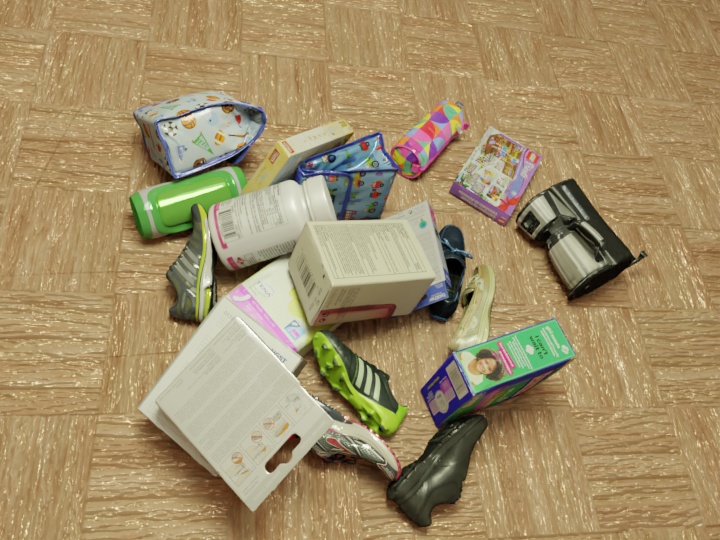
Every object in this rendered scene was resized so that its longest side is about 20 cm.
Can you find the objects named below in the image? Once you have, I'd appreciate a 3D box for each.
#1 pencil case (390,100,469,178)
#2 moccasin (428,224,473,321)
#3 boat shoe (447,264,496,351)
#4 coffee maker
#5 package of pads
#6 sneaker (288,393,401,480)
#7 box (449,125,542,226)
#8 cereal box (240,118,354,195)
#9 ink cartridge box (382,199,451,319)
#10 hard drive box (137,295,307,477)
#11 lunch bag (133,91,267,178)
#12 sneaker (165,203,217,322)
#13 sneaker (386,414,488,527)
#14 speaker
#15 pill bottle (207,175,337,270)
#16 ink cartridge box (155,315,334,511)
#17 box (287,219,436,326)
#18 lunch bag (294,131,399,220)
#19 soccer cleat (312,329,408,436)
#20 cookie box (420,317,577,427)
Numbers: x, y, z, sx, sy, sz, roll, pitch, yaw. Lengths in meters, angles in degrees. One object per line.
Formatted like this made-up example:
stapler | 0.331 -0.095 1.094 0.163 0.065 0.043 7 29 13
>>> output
pencil case | 0.146 -0.277 1.309 0.088 0.089 0.200 38 60 11
moccasin | 0.172 -0.005 1.158 0.078 0.069 0.204 11 58 -7
boat shoe | 0.199 0.065 1.118 0.062 0.074 0.204 16 54 0
coffee maker | 0.430 -0.066 1.240 0.190 0.135 0.202 -7 60 -45
package of pads | -0.122 0.061 1.047 0.199 0.069 0.155 -36 74 -30
sneaker | -0.028 0.263 0.948 0.197 0.081 0.076 27 71 12
box | 0.289 -0.204 1.325 0.135 0.039 0.201 32 57 7
cereal box | -0.110 -0.195 1.123 0.040 0.144 0.199 50 40 5
ink cartridge box | 0.092 -0.016 1.127 0.117 0.042 0.204 -22 56 20
hard drive box | -0.197 0.168 0.917 0.155 0.077 0.201 36 80 9
lunch bag | -0.284 -0.257 1.133 0.197 0.126 0.169 -28 33 -24
sneaker | -0.279 -0.013 1.030 0.079 0.074 0.205 -1 76 -6
sneaker | 0.132 0.305 0.965 0.199 0.076 0.091 -40 87 -17
speaker | -0.298 -0.122 1.103 0.197 0.089 0.089 -21 66 -24
pill bottle | -0.143 -0.082 1.042 0.195 0.114 0.116 -17 62 3
ink cartridge box | -0.156 0.190 0.851 0.200 0.050 0.161 44 81 6
box | 0.000 0.000 1.013 0.196 0.110 0.130 -3 53 -31
lunch bag | -0.048 -0.154 1.143 0.196 0.152 0.095 -15 63 -22
soccer cleat | -0.002 0.172 1.004 0.201 0.067 0.081 53 47 0
cookie box | 0.217 0.166 1.006 0.196 0.172 0.076 -16 66 -21
